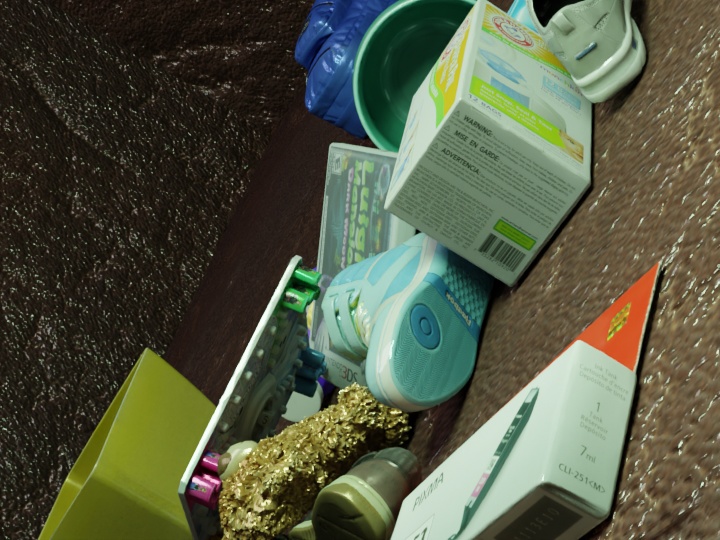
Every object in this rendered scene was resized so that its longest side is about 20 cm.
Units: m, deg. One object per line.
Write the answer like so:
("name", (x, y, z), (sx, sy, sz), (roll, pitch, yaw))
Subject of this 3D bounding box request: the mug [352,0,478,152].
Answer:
("mug", (0.060, -0.156, 1.434), (0.186, 0.151, 0.114), (-59, 6, 10))

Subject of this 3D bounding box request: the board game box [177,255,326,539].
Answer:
("board game box", (-0.077, 0.116, 1.254), (0.201, 0.026, 0.201), (89, -156, -65))

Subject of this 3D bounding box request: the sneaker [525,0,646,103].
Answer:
("sneaker", (0.155, -0.206, 1.174), (0.074, 0.082, 0.201), (-37, 30, 15))

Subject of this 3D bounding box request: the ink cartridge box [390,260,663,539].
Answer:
("ink cartridge box", (0.082, 0.096, 0.880), (0.200, 0.043, 0.175), (-51, 15, 48))

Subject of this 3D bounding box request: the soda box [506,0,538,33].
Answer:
("soda box", (0.171, -0.227, 1.303), (0.201, 0.067, 0.064), (-60, 9, 2))

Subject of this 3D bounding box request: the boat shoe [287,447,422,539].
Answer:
("boat shoe", (0.002, 0.169, 1.042), (0.066, 0.072, 0.201), (-36, -14, -23))

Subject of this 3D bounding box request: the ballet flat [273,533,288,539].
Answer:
("ballet flat", (-0.066, 0.248, 1.097), (0.075, 0.074, 0.200), (-57, 12, 21))

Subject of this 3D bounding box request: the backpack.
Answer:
("backpack", (-0.003, -0.285, 2.149), (0.163, 0.166, 0.202), (122, 169, -59))

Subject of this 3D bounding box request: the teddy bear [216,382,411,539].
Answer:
("teddy bear", (-0.039, 0.132, 1.152), (0.199, 0.067, 0.145), (-30, -5, -38))

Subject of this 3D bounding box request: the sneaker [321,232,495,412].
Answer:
("sneaker", (0.018, 0.048, 1.158), (0.130, 0.080, 0.200), (-24, 19, 31))

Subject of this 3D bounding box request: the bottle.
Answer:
("bottle", (-0.048, 0.074, 1.590), (0.084, 0.065, 0.201), (-56, 10, 27))

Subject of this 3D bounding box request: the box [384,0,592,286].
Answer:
("box", (0.098, -0.099, 1.178), (0.102, 0.112, 0.201), (-54, 10, 29))

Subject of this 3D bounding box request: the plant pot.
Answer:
("plant pot", (-0.194, 0.235, 1.547), (0.201, 0.175, 0.201), (-55, 11, 29))

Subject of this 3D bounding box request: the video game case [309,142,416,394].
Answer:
("video game case", (0.000, 0.000, 1.337), (0.182, 0.023, 0.203), (-159, 75, -69))

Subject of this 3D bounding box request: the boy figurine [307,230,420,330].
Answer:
("boy figurine", (0.012, 0.020, 1.442), (0.200, 0.064, 0.125), (-35, 29, 63))
